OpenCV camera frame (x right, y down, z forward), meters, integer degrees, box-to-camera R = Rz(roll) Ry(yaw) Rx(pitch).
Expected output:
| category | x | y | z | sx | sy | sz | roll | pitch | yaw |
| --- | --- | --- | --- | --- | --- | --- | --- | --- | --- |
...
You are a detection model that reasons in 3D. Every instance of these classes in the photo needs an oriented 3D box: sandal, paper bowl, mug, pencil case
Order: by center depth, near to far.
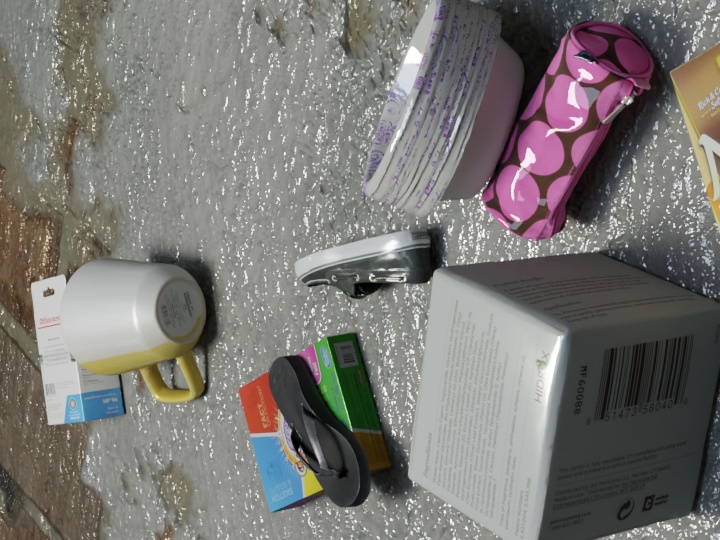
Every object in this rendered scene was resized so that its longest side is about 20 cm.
| category | x | y | z | sx | sy | sz | roll | pitch | yaw |
| --- | --- | --- | --- | --- | --- | --- | --- | --- | --- |
| pencil case | 0.181 | -0.117 | 1.375 | 0.094 | 0.090 | 0.201 | 50 | 134 | 30 |
| paper bowl | 0.082 | -0.147 | 1.441 | 0.201 | 0.103 | 0.203 | -160 | 90 | -85 |
| sandal | -0.054 | 0.180 | 1.691 | 0.201 | 0.042 | 0.077 | 53 | 133 | 34 |
| mug | -0.261 | 0.062 | 1.966 | 0.152 | 0.186 | 0.151 | -7 | 57 | 44 |

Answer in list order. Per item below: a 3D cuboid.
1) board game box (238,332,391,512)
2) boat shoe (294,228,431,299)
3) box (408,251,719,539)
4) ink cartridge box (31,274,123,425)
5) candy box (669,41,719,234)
| category | x | y | z | sx | sy | sz | roll | pitch | yaw |
| --- | --- | --- | --- | --- | --- | --- | --- | --- | --- |
| board game box | -0.055 | 0.175 | 1.761 | 0.200 | 0.040 | 0.155 | -33 | 69 | 50 |
| boat shoe | 0.000 | 0.000 | 1.644 | 0.199 | 0.068 | 0.057 | -15 | 84 | 50 |
| box | 0.172 | 0.105 | 1.323 | 0.171 | 0.197 | 0.202 | 27 | 116 | 48 |
| ink cartridge box | -0.395 | 0.108 | 2.174 | 0.115 | 0.067 | 0.203 | -11 | 87 | 52 |
| candy box | 0.324 | -0.086 | 1.215 | 0.115 | 0.055 | 0.202 | -29 | 72 | 50 |
